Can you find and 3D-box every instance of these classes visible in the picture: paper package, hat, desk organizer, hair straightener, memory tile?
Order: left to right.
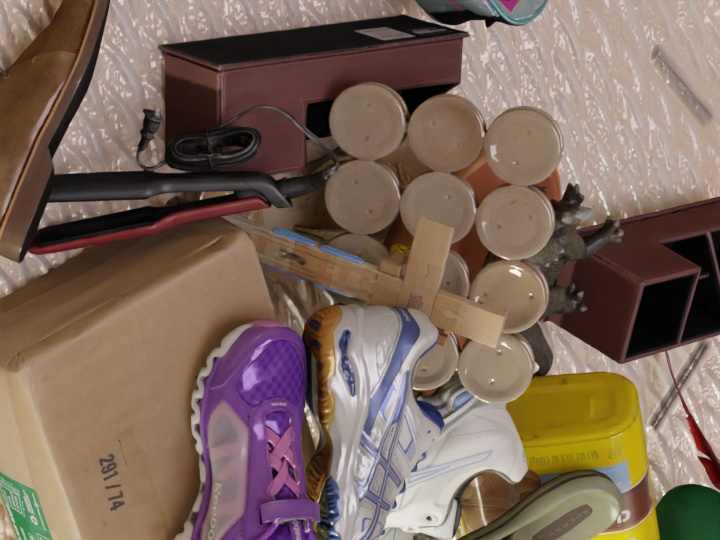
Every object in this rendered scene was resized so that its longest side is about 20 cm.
[{"bbox_3d":[-0.141,0.089,1.499,0.190,0.103,0.200,-31,120,-27],"label":"paper package"},{"bbox_3d":[-0.113,-0.061,1.457,0.199,0.041,0.077,-8,111,3],"label":"hair straightener"},{"bbox_3d":[-0.029,-0.114,1.551,0.200,0.072,0.077,-11,111,-35],"label":"desk organizer"},{"bbox_3d":[0.048,-0.017,1.529,0.017,0.153,0.201,-58,155,-70],"label":"memory tile"},{"bbox_3d":[0.232,0.005,1.749,0.200,0.077,0.072,-13,125,-43],"label":"desk organizer"},{"bbox_3d":[0.264,0.177,1.784,0.166,0.200,0.176,-32,134,-40],"label":"hat"}]

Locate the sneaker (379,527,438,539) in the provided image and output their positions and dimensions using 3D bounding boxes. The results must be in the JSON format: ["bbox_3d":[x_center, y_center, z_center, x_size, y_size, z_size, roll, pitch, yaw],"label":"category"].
[{"bbox_3d":[0.030,0.192,1.677,0.070,0.080,0.201,17,90,-38],"label":"sneaker"}]

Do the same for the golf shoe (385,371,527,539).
[{"bbox_3d":[0.020,0.152,1.603,0.200,0.078,0.097,-33,90,12],"label":"golf shoe"}]

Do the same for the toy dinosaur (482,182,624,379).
[{"bbox_3d":[0.116,-0.001,1.630,0.102,0.077,0.200,-16,147,-31],"label":"toy dinosaur"}]

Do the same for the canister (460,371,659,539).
[{"bbox_3d":[0.141,0.175,1.702,0.148,0.087,0.200,-6,125,9],"label":"canister"}]

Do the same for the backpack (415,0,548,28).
[{"bbox_3d":[0.074,-0.274,1.535,0.200,0.153,0.176,44,70,-25],"label":"backpack"}]

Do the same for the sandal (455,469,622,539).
[{"bbox_3d":[0.096,0.212,1.615,0.201,0.057,0.080,-39,139,10],"label":"sandal"}]

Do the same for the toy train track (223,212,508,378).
[{"bbox_3d":[0.000,0.000,1.521,0.033,0.200,0.115,-51,159,-61],"label":"toy train track"}]

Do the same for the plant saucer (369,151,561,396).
[{"bbox_3d":[0.066,-0.003,1.642,0.200,0.037,0.200,-37,143,-35],"label":"plant saucer"}]

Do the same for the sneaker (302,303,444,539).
[{"bbox_3d":[0.013,0.119,1.495,0.088,0.075,0.201,-4,110,-16],"label":"sneaker"}]

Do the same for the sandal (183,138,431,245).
[{"bbox_3d":[-0.012,-0.044,1.583,0.211,0.070,0.078,-6,106,-37],"label":"sandal"}]

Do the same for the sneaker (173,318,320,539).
[{"bbox_3d":[-0.059,0.132,1.452,0.080,0.088,0.201,6,98,-37],"label":"sneaker"}]

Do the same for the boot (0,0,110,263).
[{"bbox_3d":[-0.202,-0.109,1.422,0.075,0.074,0.200,20,73,-1],"label":"boot"}]
